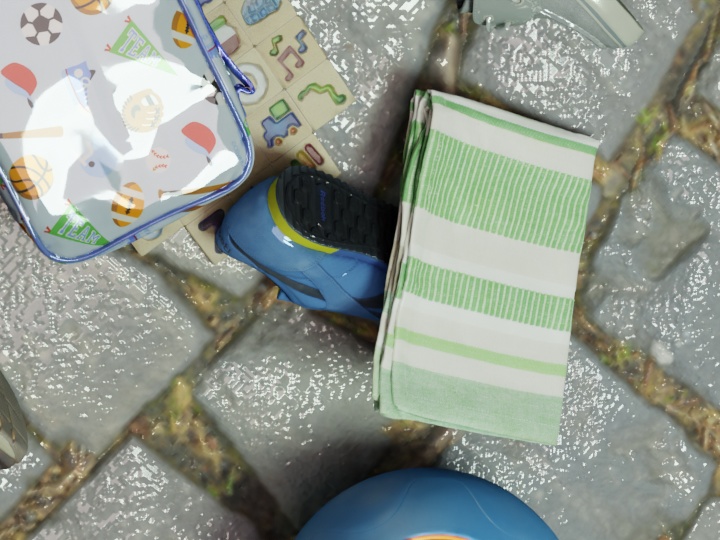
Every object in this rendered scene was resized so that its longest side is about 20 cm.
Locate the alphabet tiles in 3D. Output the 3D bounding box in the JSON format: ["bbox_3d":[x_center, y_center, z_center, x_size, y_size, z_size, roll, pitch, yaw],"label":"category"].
[{"bbox_3d":[-0.105,-0.108,1.185,0.166,0.006,0.200,-36,112,-2],"label":"alphabet tiles"}]

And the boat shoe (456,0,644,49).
[{"bbox_3d":[0.081,-0.187,1.184,0.200,0.070,0.072,35,106,-17],"label":"boat shoe"}]

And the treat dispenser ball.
[{"bbox_3d":[0.042,0.224,1.220,0.200,0.201,0.202,-4,107,-14],"label":"treat dispenser ball"}]

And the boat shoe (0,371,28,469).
[{"bbox_3d":[-0.282,0.056,1.156,0.073,0.075,0.200,-36,120,15],"label":"boat shoe"}]

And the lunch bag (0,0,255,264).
[{"bbox_3d":[-0.153,-0.111,1.129,0.160,0.076,0.201,-27,110,-8],"label":"lunch bag"}]

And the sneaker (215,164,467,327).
[{"bbox_3d":[0.000,0.000,1.225,0.200,0.066,0.078,26,138,-32],"label":"sneaker"}]

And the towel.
[{"bbox_3d":[0.080,0.000,1.211,0.152,0.023,0.201,12,83,-35],"label":"towel"}]
